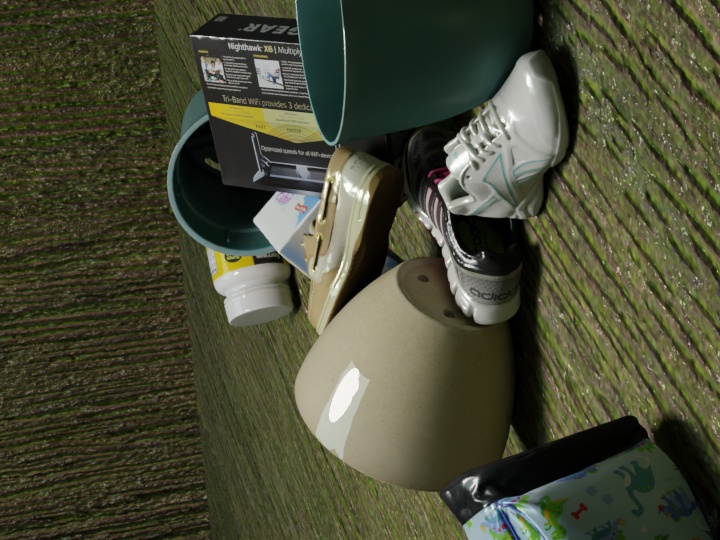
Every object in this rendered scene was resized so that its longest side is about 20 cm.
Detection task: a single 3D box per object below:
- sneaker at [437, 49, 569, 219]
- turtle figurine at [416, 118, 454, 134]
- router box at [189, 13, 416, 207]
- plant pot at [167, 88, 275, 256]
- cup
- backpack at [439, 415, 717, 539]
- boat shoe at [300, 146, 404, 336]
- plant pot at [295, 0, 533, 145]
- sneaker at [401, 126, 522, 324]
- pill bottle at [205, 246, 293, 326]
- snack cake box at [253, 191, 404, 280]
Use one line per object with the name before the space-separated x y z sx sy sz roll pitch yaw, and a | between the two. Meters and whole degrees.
sneaker | 0.111 -0.096 1.474 0.201 0.080 0.071 103 156 -58
turtle figurine | 0.028 -0.190 1.790 0.194 0.199 0.145 31 104 44
router box | -0.048 -0.147 1.716 0.199 0.052 0.158 9 125 31
plant pot | -0.150 -0.149 2.403 0.196 0.199 0.202 -106 11 -65
cup | 0.057 0.075 1.662 0.201 0.199 0.144 -114 37 -47
backpack | 0.173 0.208 1.282 0.154 0.162 0.201 -32 75 61
boat shoe | -0.016 -0.027 1.700 0.066 0.074 0.201 35 130 20
plant pot | 0.044 -0.207 1.482 0.201 0.160 0.202 173 90 -79
sneaker | 0.093 -0.056 1.615 0.088 0.073 0.201 104 152 -53
pill bottle | -0.162 -0.030 2.694 0.114 0.113 0.201 119 138 -71
snack cake box | 0.000 0.000 1.820 0.200 0.067 0.115 39 -175 -23
